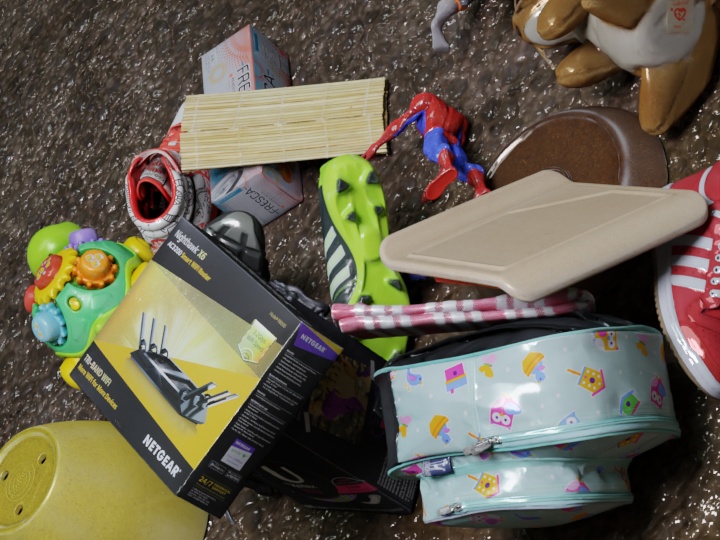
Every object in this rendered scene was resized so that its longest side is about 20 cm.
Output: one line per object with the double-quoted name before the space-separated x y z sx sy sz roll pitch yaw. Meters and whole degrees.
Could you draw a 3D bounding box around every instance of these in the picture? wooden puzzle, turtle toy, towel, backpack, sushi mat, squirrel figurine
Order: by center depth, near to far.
"backpack" 0.131 0.109 1.488 0.199 0.175 0.154 -24 70 36
"wooden puzzle" 0.137 -0.024 1.545 0.184 0.037 0.200 -23 20 -25
"towel" 0.082 0.030 1.564 0.198 0.146 0.030 -5 86 5
"squirrel figurine" 0.223 -0.235 1.695 0.200 0.142 0.186 -45 28 -10
"sushi mat" -0.072 -0.137 1.910 0.198 0.012 0.096 -5 53 8
"turtle toy" -0.275 0.016 2.005 0.146 0.101 0.200 -51 26 7

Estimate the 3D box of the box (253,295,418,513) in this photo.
"box" -0.048 0.111 1.645 0.122 0.200 0.107 -5 60 43

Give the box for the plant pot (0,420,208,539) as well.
"plant pot" -0.255 0.213 1.826 0.199 0.142 0.201 -24 48 31

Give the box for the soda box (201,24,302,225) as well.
"soda box" -0.107 -0.141 1.984 0.068 0.063 0.201 -31 45 26

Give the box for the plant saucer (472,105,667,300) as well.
"plant saucer" 0.161 -0.055 1.685 0.199 0.034 0.201 -24 50 32

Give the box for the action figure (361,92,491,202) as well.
"action figure" 0.056 -0.088 1.772 0.099 0.065 0.200 -49 22 21

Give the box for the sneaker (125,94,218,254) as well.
"sneaker" -0.175 -0.106 1.982 0.067 0.108 0.203 -4 61 19

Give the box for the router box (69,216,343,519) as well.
"router box" -0.121 0.070 1.548 0.158 0.052 0.200 -54 40 1

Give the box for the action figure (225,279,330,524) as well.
"action figure" -0.094 0.116 1.761 0.102 0.119 0.201 14 64 38

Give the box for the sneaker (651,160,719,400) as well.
"sneaker" 0.278 -0.007 1.506 0.112 0.071 0.201 -32 43 30

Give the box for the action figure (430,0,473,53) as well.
"action figure" 0.135 -0.309 1.834 0.199 0.104 0.195 -19 61 36

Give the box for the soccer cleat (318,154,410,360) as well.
"soccer cleat" 0.000 0.000 1.741 0.081 0.067 0.202 -164 67 -74

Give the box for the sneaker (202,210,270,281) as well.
"sneaker" -0.118 0.003 1.829 0.079 0.075 0.200 -59 -7 -37

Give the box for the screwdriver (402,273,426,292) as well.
"screwdriver" 0.068 -0.001 1.722 0.199 0.029 0.028 -13 23 48
